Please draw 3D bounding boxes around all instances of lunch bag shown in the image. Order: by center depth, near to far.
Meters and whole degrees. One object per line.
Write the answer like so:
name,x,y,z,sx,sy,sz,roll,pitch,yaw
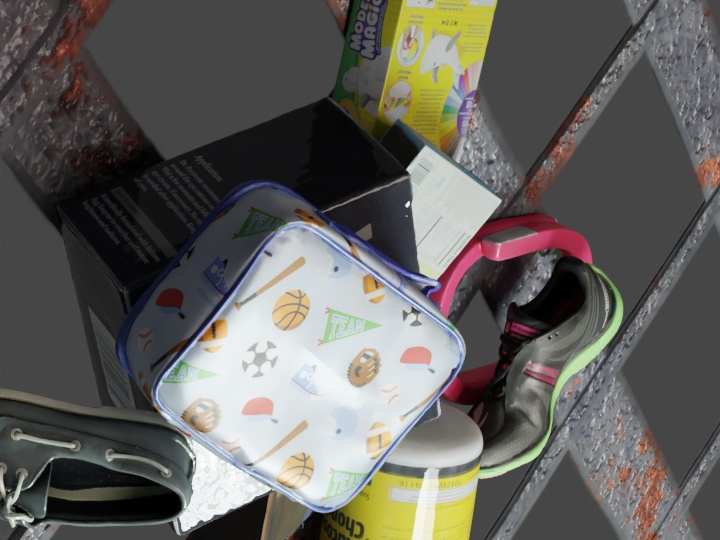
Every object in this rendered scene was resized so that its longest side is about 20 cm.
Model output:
lunch bag,-0.035,0.045,1.418,0.161,0.076,0.200,-52,132,2

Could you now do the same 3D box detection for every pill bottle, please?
pill bottle,0.025,0.202,1.781,0.112,0.112,0.202,-15,119,-49

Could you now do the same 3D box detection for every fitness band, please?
fitness band,0.111,0.031,1.876,0.199,0.037,0.145,-11,119,-49

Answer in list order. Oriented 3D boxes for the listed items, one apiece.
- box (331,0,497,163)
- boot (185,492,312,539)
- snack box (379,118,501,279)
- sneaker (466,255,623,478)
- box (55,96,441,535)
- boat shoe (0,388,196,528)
box,0.036,-0.139,1.671,0.117,0.048,0.202,-4,109,-52
boot,-0.068,0.187,1.684,0.097,0.074,0.202,7,101,-51
snack box,0.000,0.000,1.657,0.200,0.037,0.116,-50,145,6
sneaker,0.124,0.071,1.835,0.201,0.076,0.084,-57,133,-22
box,-0.068,0.027,1.512,0.199,0.117,0.198,-22,129,-19
boat shoe,-0.193,0.117,1.406,0.198,0.062,0.073,3,126,-15
